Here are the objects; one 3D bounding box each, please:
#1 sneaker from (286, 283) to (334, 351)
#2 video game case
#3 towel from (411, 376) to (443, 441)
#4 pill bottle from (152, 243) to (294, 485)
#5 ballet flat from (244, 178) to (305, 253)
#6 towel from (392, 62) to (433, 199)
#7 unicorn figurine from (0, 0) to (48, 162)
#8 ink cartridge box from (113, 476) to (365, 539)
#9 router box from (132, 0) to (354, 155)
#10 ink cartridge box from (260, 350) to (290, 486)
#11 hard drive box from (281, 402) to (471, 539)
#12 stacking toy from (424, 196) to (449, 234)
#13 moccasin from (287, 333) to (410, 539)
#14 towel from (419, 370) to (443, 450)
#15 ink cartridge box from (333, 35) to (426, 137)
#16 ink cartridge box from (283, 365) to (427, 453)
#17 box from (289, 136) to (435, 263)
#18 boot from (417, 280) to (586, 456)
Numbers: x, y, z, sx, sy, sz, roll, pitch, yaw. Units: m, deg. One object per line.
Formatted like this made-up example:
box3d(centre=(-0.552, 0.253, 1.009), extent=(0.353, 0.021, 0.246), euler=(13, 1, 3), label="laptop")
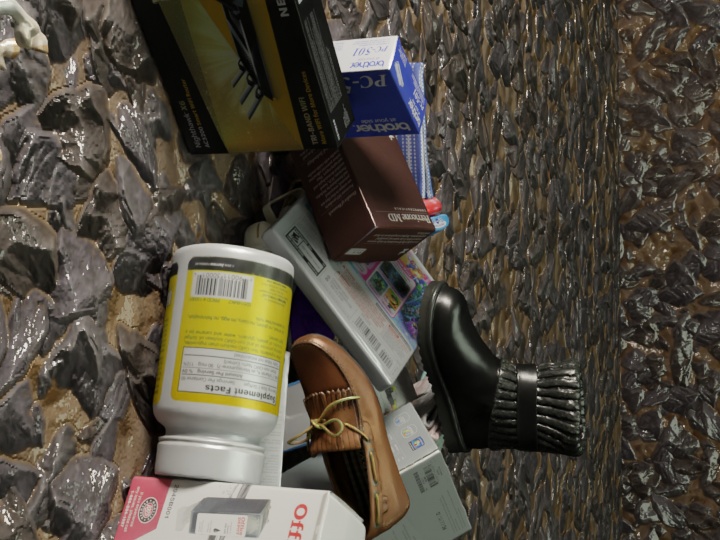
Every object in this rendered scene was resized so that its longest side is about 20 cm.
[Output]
box3d(centre=(-0.025, 0.014, 1.260), extent=(0.070, 0.099, 0.202), euler=(40, 53, -58), label="sneaker")
box3d(centre=(0.000, 0.000, 1.193), extent=(0.201, 0.024, 0.182), euler=(53, 35, -9), label="video game case")
box3d(centre=(0.051, 0.182, 1.365), extent=(0.032, 0.191, 0.200), euler=(48, 34, -4), label="towel")
box3d(centre=(-0.124, 0.086, 1.017), extent=(0.114, 0.113, 0.202), euler=(31, 63, -63), label="pill bottle")
box3d(centre=(-0.087, -0.033, 1.186), extent=(0.065, 0.070, 0.200), euler=(51, 34, -15), label="ballet flat")
box3d(centre=(0.013, -0.152, 1.257), extent=(0.024, 0.199, 0.146), euler=(-10, 101, -34), label="towel")
box3d(centre=(-0.272, -0.145, 0.716), extent=(0.137, 0.073, 0.202), euler=(22, 76, -54), label="unicorn figurine")
box3d(centre=(-0.110, 0.257, 0.944), extent=(0.085, 0.198, 0.147), euler=(56, 41, -52), label="ink cartridge box")
box3d(centre=(-0.106, -0.202, 1.004), extent=(0.052, 0.156, 0.201), euler=(-62, 144, -46), label="router box")
box3d(centre=(-0.103, 0.179, 1.102), extent=(0.095, 0.037, 0.202), euler=(163, -65, -68), label="ink cartridge box")
box3d(centre=(0.001, 0.255, 1.201), extent=(0.077, 0.199, 0.157), euler=(56, -9, 47), label="hard drive box")
box3d(centre=(0.033, -0.135, 1.421), extent=(0.116, 0.109, 0.202), euler=(-17, 95, -63), label="stacking toy")
box3d(centre=(-0.020, 0.158, 1.078), extent=(0.078, 0.073, 0.203), euler=(-28, 105, -50), label="moccasin")
box3d(centre=(0.084, 0.238, 1.527), extent=(0.172, 0.048, 0.201), euler=(91, 16, -46), label="towel")
box3d(centre=(-0.045, -0.170, 1.089), extent=(0.094, 0.198, 0.045), euler=(57, 39, -51), label="ink cartridge box")
box3d(centre=(-0.015, 0.137, 1.254), extent=(0.200, 0.114, 0.068), euler=(-9, 78, -67), label="ink cartridge box")
box3d(centre=(-0.010, -0.112, 1.181), extent=(0.100, 0.075, 0.202), euler=(-1, 64, -49), label="box")
box3d(centre=(0.156, 0.103, 1.213), extent=(0.080, 0.156, 0.213), euler=(-53, 132, -56), label="boot")
